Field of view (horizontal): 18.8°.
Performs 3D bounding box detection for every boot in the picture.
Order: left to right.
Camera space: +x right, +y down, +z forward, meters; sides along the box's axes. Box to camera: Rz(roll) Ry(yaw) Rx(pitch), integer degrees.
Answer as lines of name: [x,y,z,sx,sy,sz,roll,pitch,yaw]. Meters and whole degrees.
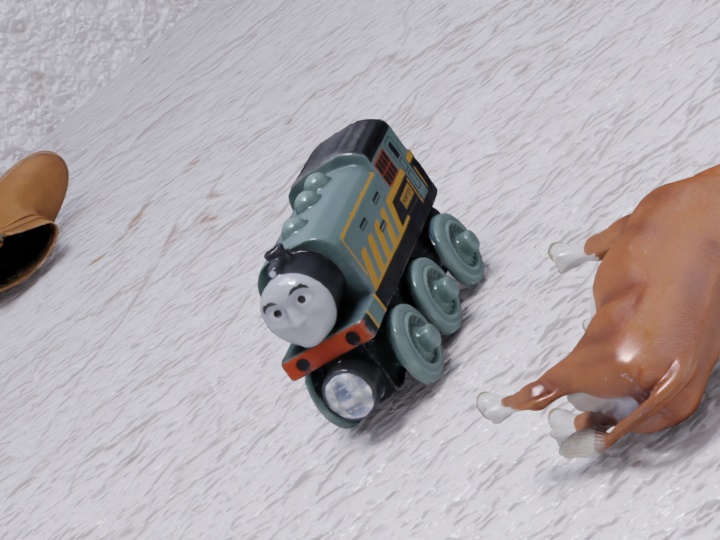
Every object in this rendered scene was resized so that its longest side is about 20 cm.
boot: [-0.334,-0.046,2.139,0.200,0.077,0.155,-48,16,-24]

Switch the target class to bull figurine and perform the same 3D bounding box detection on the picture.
bull figurine: [0.132,0.009,0.972,0.121,0.065,0.200,-30,15,39]

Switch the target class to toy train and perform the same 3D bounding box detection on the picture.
toy train: [0.000,0.000,1.196,0.085,0.114,0.200,-30,17,28]
